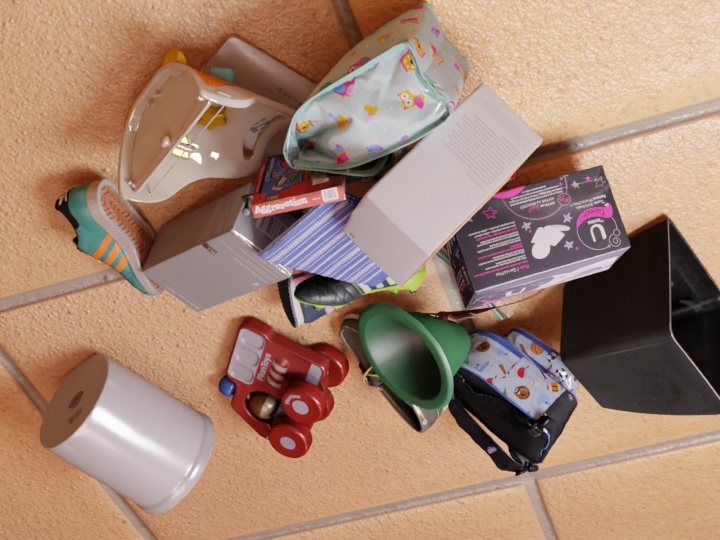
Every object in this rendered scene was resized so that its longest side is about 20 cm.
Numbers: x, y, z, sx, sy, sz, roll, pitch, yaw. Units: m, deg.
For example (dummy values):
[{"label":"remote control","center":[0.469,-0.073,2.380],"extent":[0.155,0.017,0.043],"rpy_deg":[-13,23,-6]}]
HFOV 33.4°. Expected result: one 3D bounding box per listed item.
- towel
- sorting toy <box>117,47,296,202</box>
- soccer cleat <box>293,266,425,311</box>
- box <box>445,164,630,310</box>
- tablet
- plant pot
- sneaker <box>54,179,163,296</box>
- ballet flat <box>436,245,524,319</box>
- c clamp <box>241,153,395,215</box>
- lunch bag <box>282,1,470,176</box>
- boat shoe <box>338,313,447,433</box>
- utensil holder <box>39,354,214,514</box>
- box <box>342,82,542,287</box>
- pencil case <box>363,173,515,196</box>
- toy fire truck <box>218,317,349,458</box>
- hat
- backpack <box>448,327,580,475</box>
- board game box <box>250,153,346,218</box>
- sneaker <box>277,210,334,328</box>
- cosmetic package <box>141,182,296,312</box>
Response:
[{"label":"towel","center":[-0.007,-0.038,1.461],"extent":[0.200,0.024,0.145],"rpy_deg":[15,138,-42]},{"label":"sorting toy","center":[-0.169,-0.167,1.420],"extent":[0.180,0.107,0.200],"rpy_deg":[10,142,-37]},{"label":"soccer cleat","center":[0.000,0.000,1.587],"extent":[0.200,0.068,0.081],"rpy_deg":[-12,119,-31]},{"label":"box","center":[0.215,-0.037,1.501],"extent":[0.200,0.115,0.132],"rpy_deg":[-15,168,-3]},{"label":"tablet","center":[-0.110,-0.194,1.465],"extent":[0.200,0.014,0.130],"rpy_deg":[29,127,-26]},{"label":"plant pot","center":[0.382,0.082,1.638],"extent":[0.177,0.200,0.200],"rpy_deg":[-17,134,32]},{"label":"sneaker","center":[-0.325,-0.040,1.574],"extent":[0.080,0.071,0.200],"rpy_deg":[-7,135,21]},{"label":"ballet flat","center":[0.158,-0.011,1.628],"extent":[0.065,0.071,0.200],"rpy_deg":[-46,127,3]},{"label":"c clamp","center":[-0.049,-0.107,1.434],"extent":[0.200,0.171,0.027],"rpy_deg":[-15,109,-6]},{"label":"lunch bag","center":[0.012,-0.190,1.352],"extent":[0.200,0.170,0.122],"rpy_deg":[-30,107,23]},{"label":"boat shoe","center":[0.040,0.147,1.720],"extent":[0.202,0.060,0.072],"rpy_deg":[46,147,-8]},{"label":"utensil holder","center":[-0.346,0.239,1.772],"extent":[0.170,0.170,0.200],"rpy_deg":[-35,123,27]},{"label":"box","center":[0.091,-0.095,1.348],"extent":[0.097,0.200,0.124],"rpy_deg":[45,159,3]},{"label":"pencil case","center":[0.096,-0.102,1.512],"extent":[0.200,0.088,0.088],"rpy_deg":[-32,127,24]},{"label":"toy fire truck","center":[-0.123,0.172,1.767],"extent":[0.168,0.112,0.200],"rpy_deg":[27,131,6]},{"label":"hat","center":[0.125,0.081,1.653],"extent":[0.176,0.200,0.166],"rpy_deg":[-35,136,-32]},{"label":"backpack","center":[0.212,0.168,1.708],"extent":[0.190,0.154,0.200],"rpy_deg":[32,154,14]},{"label":"board game box","center":[-0.067,-0.107,1.376],"extent":[0.103,0.200,0.019],"rpy_deg":[-11,110,3]},{"label":"sneaker","center":[-0.070,-0.015,1.615],"extent":[0.082,0.070,0.200],"rpy_deg":[-18,135,-17]},{"label":"cosmetic package","center":[-0.176,-0.026,1.535],"extent":[0.107,0.090,0.200],"rpy_deg":[38,139,-27]}]
